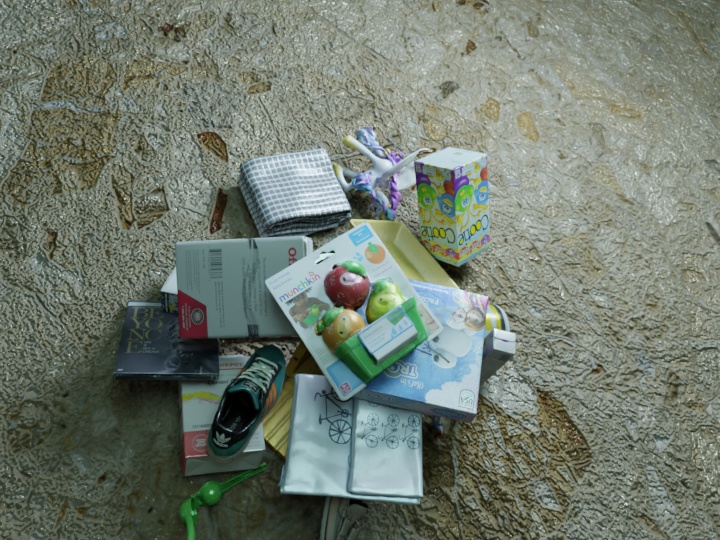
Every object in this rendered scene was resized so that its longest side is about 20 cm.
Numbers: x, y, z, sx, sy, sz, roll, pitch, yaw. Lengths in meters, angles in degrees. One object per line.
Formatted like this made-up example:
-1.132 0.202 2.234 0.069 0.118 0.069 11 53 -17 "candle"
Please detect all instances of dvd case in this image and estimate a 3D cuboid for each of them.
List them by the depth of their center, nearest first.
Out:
-0.299 0.105 0.988 0.147 0.016 0.200 3 27 -15 "dvd case"

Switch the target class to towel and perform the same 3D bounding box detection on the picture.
-0.127 -0.154 1.247 0.199 0.086 0.166 -14 62 -27 "towel"

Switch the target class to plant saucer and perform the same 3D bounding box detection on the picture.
0.077 -0.010 1.198 0.200 0.049 0.199 51 26 20 "plant saucer"

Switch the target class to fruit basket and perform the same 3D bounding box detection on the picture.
-0.005 0.049 0.881 0.185 0.094 0.201 -31 86 -21 "fruit basket"

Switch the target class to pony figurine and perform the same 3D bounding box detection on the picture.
0.046 -0.206 1.312 0.193 0.167 0.200 -44 76 3 "pony figurine"

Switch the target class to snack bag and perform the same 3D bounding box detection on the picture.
-0.010 0.230 0.896 0.198 0.021 0.190 5 55 -1 "snack bag"

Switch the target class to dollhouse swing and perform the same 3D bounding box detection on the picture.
-0.042 0.201 0.980 0.200 0.182 0.176 40 42 11 "dollhouse swing"

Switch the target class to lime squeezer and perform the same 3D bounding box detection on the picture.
-0.210 0.324 0.885 0.038 0.070 0.200 66 25 -6 "lime squeezer"

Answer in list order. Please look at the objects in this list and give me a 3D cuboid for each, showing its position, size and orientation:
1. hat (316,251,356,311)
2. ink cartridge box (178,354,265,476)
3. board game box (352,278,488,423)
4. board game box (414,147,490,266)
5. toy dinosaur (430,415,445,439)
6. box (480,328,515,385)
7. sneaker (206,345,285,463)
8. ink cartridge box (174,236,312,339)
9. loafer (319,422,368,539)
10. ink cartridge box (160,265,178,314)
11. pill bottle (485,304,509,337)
0.000 0.000 1.101 0.165 0.176 0.201 20 49 -20 "hat"
-0.219 0.201 0.964 0.116 0.068 0.201 0 50 -20 "ink cartridge box"
0.084 0.110 0.947 0.198 0.043 0.200 12 58 3 "board game box"
0.184 -0.128 1.248 0.103 0.201 0.105 -28 32 -33 "board game box"
0.150 0.185 1.044 0.199 0.183 0.105 -21 29 -16 "toy dinosaur"
0.199 0.162 1.057 0.041 0.200 0.039 15 55 -7 "box"
-0.155 0.177 0.906 0.071 0.080 0.201 24 45 0 "sneaker"
-0.170 0.025 0.952 0.198 0.083 0.147 -2 90 5 "ink cartridge box"
-0.013 0.323 0.905 0.062 0.072 0.202 5 80 18 "loafer"
-0.221 0.039 1.056 0.198 0.051 0.109 13 38 2 "ink cartridge box"
0.160 0.112 1.136 0.198 0.112 0.113 5 54 -16 "pill bottle"
